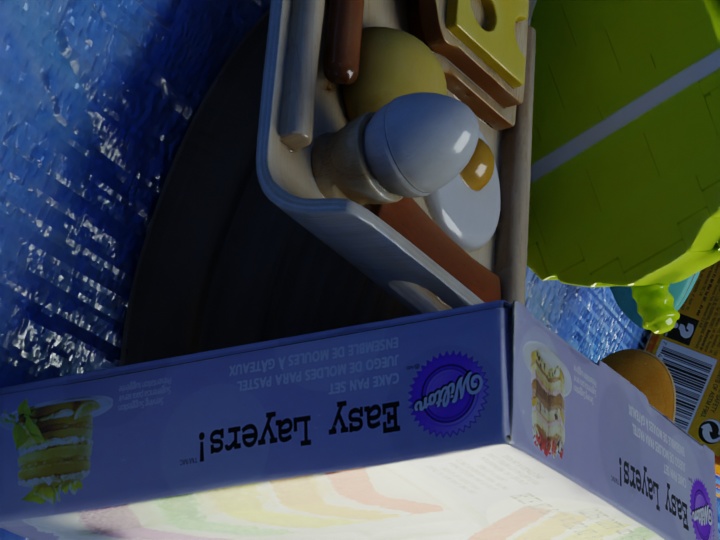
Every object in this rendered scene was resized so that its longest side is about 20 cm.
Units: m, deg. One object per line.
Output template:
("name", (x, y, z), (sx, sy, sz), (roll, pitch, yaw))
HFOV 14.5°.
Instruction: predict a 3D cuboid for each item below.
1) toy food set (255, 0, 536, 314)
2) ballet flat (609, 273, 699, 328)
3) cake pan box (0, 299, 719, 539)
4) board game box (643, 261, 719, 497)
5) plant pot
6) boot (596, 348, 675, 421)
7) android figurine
("toy food set", (0.036, -0.070, 0.947), (0.143, 0.060, 0.201), (37, 47, -43))
("ballet flat", (0.156, -0.070, 1.462), (0.070, 0.067, 0.201), (10, 100, -46))
("cake pan box", (0.005, 0.071, 0.935), (0.200, 0.184, 0.052), (35, 51, -60))
("board game box", (0.299, 0.057, 1.748), (0.201, 0.199, 0.200), (-67, 161, -6))
("plant pot", (0.000, 0.000, 1.039), (0.201, 0.092, 0.201), (-56, 157, -38))
("boot", (0.104, 0.103, 1.458), (0.201, 0.071, 0.144), (-57, 161, -19))
("android figurine", (0.095, -0.077, 1.061), (0.041, 0.201, 0.182), (-4, 157, -47))
